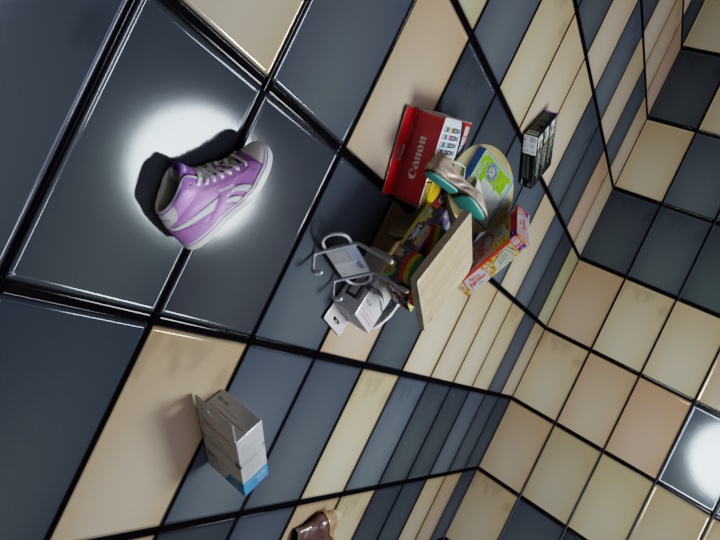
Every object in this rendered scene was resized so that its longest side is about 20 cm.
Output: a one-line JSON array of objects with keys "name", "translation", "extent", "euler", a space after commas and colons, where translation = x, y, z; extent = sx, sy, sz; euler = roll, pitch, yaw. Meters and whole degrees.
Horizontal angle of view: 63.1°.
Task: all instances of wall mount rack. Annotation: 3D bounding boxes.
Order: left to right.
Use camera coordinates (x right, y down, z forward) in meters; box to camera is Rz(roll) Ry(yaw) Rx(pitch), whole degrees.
[{"name": "wall mount rack", "translation": [0.000, 0.000, 1.192], "extent": [0.201, 0.170, 0.076], "euler": [57, 28, -53]}]

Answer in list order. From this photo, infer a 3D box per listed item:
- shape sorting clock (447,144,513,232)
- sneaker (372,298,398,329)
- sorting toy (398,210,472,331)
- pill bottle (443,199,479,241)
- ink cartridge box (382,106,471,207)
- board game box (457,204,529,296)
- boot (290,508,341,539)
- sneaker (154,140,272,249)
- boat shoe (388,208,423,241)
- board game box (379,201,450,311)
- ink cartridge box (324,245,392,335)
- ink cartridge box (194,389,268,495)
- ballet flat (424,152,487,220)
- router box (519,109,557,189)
[{"name": "shape sorting clock", "translation": [0.282, -0.192, 1.374], "extent": [0.196, 0.039, 0.205], "euler": [-7, 104, -32]}, {"name": "sneaker", "translation": [0.081, 0.070, 1.463], "extent": [0.201, 0.074, 0.088], "euler": [-51, 152, -19]}, {"name": "sorting toy", "translation": [0.160, -0.007, 1.269], "extent": [0.201, 0.069, 0.200], "euler": [-50, 150, -21]}, {"name": "pill bottle", "translation": [0.249, -0.109, 1.503], "extent": [0.111, 0.110, 0.201], "euler": [-49, 169, -22]}, {"name": "ink cartridge box", "translation": [0.148, -0.249, 1.312], "extent": [0.174, 0.083, 0.204], "euler": [-11, 122, -53]}, {"name": "board game box", "translation": [0.316, -0.047, 1.400], "extent": [0.200, 0.046, 0.152], "euler": [-45, -169, 32]}, {"name": "boot", "translation": [-0.140, 0.777, 1.675], "extent": [0.164, 0.072, 0.204], "euler": [-9, 122, -40]}, {"name": "sneaker", "translation": [-0.213, -0.136, 0.855], "extent": [0.202, 0.072, 0.115], "euler": [-53, 145, -17]}, {"name": "boat shoe", "translation": [0.136, -0.105, 1.415], "extent": [0.199, 0.071, 0.066], "euler": [-36, 136, -47]}, {"name": "board game box", "translation": [0.136, -0.029, 1.342], "extent": [0.202, 0.056, 0.166], "euler": [-55, 154, -12]}, {"name": "ink cartridge box", "translation": [0.011, 0.062, 1.347], "extent": [0.202, 0.067, 0.116], "euler": [-56, 150, -13]}, {"name": "ink cartridge box", "translation": [-0.239, 0.310, 1.102], "extent": [0.066, 0.115, 0.203], "euler": [-34, 139, -38]}, {"name": "ballet flat", "translation": [0.222, -0.187, 1.275], "extent": [0.199, 0.068, 0.068], "euler": [36, 76, -33]}, {"name": "router box", "translation": [0.573, -0.388, 1.892], "extent": [0.149, 0.050, 0.202], "euler": [-46, 145, -31]}]
